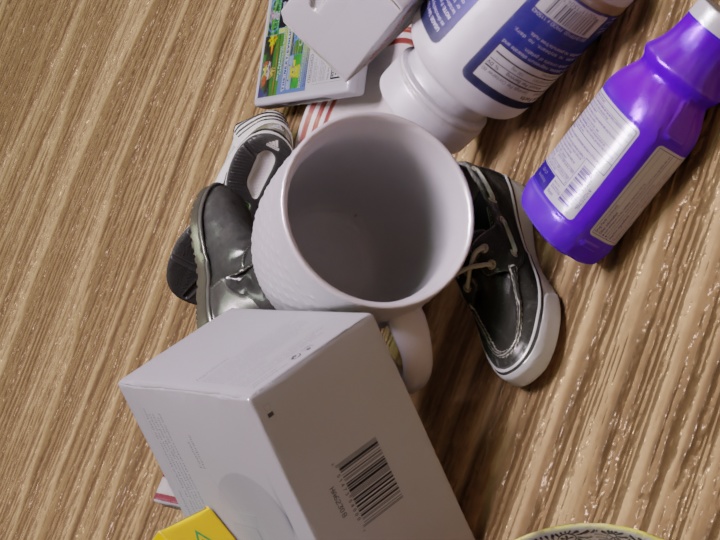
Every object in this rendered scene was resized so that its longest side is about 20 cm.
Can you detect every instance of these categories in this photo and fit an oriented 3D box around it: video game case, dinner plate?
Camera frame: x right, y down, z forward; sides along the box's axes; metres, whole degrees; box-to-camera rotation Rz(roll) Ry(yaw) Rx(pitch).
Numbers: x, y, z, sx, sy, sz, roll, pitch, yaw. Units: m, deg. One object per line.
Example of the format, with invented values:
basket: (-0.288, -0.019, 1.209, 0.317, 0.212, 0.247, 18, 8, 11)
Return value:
video game case: (-0.036, -0.256, 1.742, 0.182, 0.022, 0.201, 0, 82, 59)
dinner plate: (0.009, -0.139, 1.673, 0.200, 0.024, 0.201, -36, 42, 40)

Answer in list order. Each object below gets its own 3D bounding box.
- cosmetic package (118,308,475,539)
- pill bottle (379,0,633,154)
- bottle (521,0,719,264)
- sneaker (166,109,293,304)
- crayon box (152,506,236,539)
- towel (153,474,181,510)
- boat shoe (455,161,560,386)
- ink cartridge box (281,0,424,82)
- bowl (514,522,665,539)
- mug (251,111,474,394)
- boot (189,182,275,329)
cosmetic package: (-0.048, 0.142, 1.364, 0.123, 0.200, 0.200, -34, 19, -30)
pill bottle: (0.110, -0.190, 1.466, 0.200, 0.119, 0.120, -45, 36, 28)
bottle: (0.198, -0.101, 1.323, 0.200, 0.065, 0.084, -53, 33, 17)
sneaker: (-0.116, -0.065, 1.784, 0.201, 0.075, 0.115, -57, 11, 24)
crayon box: (-0.119, 0.302, 1.388, 0.173, 0.058, 0.200, 48, 131, 14)
towel: (-0.079, 0.118, 1.557, 0.144, 0.023, 0.201, 4, 58, 41)
boat shoe: (0.097, 0.000, 1.402, 0.071, 0.064, 0.201, -43, 37, 30)
ink cartridge box: (0.043, -0.266, 1.540, 0.200, 0.085, 0.145, -44, -1, -26)
bowl: (0.140, 0.243, 1.099, 0.201, 0.200, 0.094, -60, -10, 6)
mug: (0.000, 0.000, 1.407, 0.201, 0.147, 0.175, 66, 160, 6)
boot: (-0.048, -0.029, 1.586, 0.199, 0.072, 0.183, -27, 55, 29)
